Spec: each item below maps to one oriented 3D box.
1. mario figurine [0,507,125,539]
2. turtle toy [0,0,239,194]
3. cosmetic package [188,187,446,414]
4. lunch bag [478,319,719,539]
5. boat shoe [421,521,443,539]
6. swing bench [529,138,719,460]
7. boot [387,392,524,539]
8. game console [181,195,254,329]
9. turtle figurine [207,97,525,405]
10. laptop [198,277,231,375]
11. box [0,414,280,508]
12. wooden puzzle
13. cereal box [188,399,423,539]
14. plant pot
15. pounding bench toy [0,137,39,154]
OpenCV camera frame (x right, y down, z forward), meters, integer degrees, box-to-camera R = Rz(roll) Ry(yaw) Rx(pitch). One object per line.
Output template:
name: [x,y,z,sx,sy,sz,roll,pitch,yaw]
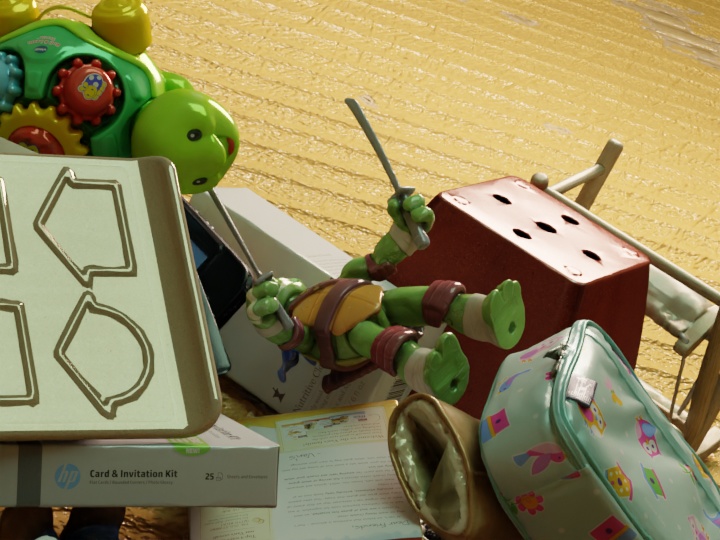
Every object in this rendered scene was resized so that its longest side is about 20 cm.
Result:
mario figurine: [-0.113,0.175,1.234,0.123,0.106,0.200,-37,46,-23]
turtle toy: [-0.171,-0.095,1.411,0.200,0.146,0.101,4,34,14]
cosmetic package: [-0.052,0.033,1.609,0.200,0.113,0.081,31,14,20]
lunch bag: [0.157,0.132,1.375,0.200,0.077,0.160,55,28,-14]
boat shoe: [0.039,0.190,1.407,0.071,0.070,0.200,32,23,18]
swing bench: [0.218,0.036,1.790,0.199,0.200,0.130,34,34,25]
boot: [0.103,0.174,1.399,0.200,0.066,0.175,26,31,-57]
game console: [-0.203,-0.005,1.552,0.200,0.172,0.119,45,4,41]
turtle figurine: [0.000,0.000,1.452,0.194,0.200,0.144,18,13,37]
laptop: [-0.205,0.029,1.478,0.187,0.116,0.200,-16,8,-11]
box: [-0.164,0.109,1.297,0.200,0.041,0.156,3,3,-18]
wooden puzzle: [-0.192,0.018,1.258,0.200,0.046,0.185,-1,60,-23]
cereal box: [-0.036,0.152,1.387,0.144,0.040,0.200,-6,27,-1]
plant pot: [0.105,0.040,1.676,0.200,0.176,0.200,33,24,22]
pounding bench toy: [-0.243,0.013,1.353,0.200,0.124,0.156,23,64,7]
